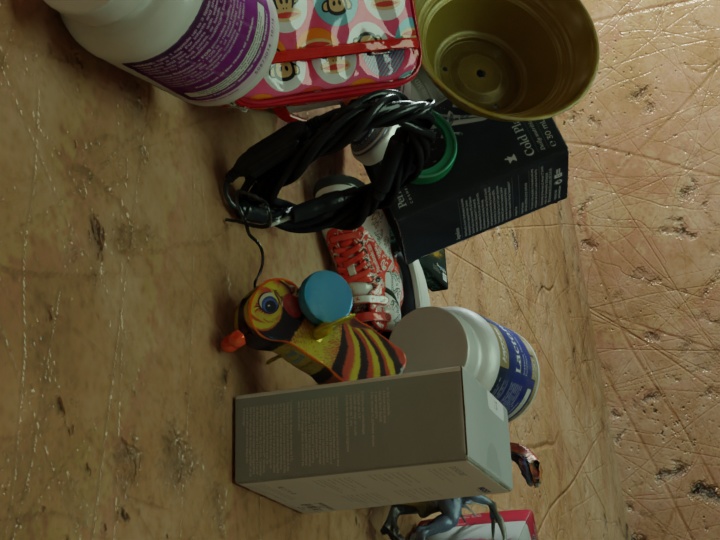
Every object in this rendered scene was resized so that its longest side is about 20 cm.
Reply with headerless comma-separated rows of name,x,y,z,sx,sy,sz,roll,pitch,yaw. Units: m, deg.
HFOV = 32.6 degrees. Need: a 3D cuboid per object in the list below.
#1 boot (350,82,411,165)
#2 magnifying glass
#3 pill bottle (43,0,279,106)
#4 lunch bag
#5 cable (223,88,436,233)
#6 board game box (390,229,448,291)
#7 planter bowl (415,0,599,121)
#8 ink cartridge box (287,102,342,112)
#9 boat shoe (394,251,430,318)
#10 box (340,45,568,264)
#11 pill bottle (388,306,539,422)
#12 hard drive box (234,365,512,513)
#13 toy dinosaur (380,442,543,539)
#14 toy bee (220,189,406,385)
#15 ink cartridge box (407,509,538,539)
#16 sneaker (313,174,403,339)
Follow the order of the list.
boot,0.003,-0.204,1.213,0.090,0.073,0.201,34,51,-32
magnifying glass,0.014,-0.164,1.264,0.080,0.200,0.022,-47,166,-16
pill bottle,-0.142,-0.190,0.860,0.200,0.112,0.113,18,64,-71
lunch bag,-0.048,-0.208,1.057,0.082,0.199,0.177,6,-73,63
cable,-0.011,-0.088,1.079,0.163,0.199,0.051,33,31,-54
board game box,0.070,-0.063,1.599,0.200,0.028,0.136,39,45,-64
planter bowl,0.132,-0.217,1.238,0.084,0.199,0.202,121,-29,-63
ink cartridge box,-0.068,-0.255,1.160,0.116,0.066,0.201,-41,122,-86
boat shoe,0.056,0.075,1.434,0.075,0.061,0.201,-50,132,-69
box,0.098,-0.146,1.338,0.124,0.196,0.201,68,-1,-66
pill bottle,0.111,0.103,1.334,0.200,0.115,0.117,24,58,-60
hard drive box,0.014,0.149,1.043,0.156,0.199,0.077,45,40,-62
toy dinosaur,0.112,0.232,1.311,0.182,0.105,0.201,-46,129,-22
toy bee,-0.063,0.048,1.033,0.109,0.199,0.131,-48,167,-31
ink cartridge box,0.120,0.370,1.356,0.200,0.144,0.146,-27,107,-72
sneaker,0.001,0.000,1.290,0.202,0.067,0.108,66,20,-46
